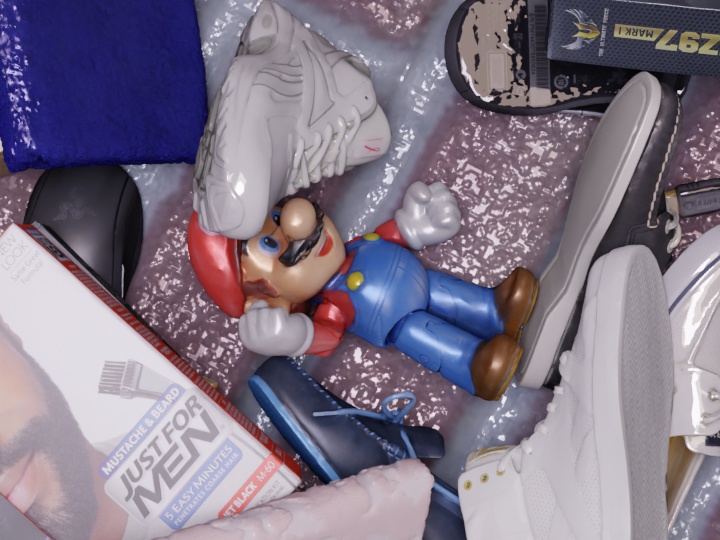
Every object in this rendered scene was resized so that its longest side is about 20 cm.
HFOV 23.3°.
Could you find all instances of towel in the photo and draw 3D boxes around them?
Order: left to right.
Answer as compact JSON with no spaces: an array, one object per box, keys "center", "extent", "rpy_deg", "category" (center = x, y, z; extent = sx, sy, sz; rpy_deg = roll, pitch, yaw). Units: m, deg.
[{"center":[-0.159,-0.154,0.990],"extent":[0.049,0.147,0.202],"rpy_deg":[-17,82,44],"category":"towel"},{"center":[-0.059,0.197,0.909],"extent":[0.199,0.032,0.192],"rpy_deg":[-15,128,-33],"category":"towel"}]

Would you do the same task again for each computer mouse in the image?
[{"center":[-0.147,0.038,1.010],"extent":[0.139,0.046,0.202],"rpy_deg":[14,87,5],"category":"computer mouse"},{"center":[0.150,-0.098,1.002],"extent":[0.198,0.046,0.142],"rpy_deg":[-7,91,-2],"category":"computer mouse"}]

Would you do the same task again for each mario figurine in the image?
[{"center":[0.000,0.000,0.972],"extent":[0.199,0.124,0.107],"rpy_deg":[18,103,-1],"category":"mario figurine"}]

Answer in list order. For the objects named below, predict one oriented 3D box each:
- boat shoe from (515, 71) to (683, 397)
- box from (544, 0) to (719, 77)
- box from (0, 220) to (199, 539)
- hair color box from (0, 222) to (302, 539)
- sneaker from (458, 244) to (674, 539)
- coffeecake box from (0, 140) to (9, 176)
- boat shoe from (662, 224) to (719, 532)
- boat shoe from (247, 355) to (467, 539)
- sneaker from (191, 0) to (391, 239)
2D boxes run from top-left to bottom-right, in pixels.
[{"center":[0.142,-0.013,0.957],"extent":[0.060,0.074,0.201],"rpy_deg":[14,118,-6],"category":"boat shoe"},{"center":[0.187,-0.191,0.953],"extent":[0.156,0.051,0.201],"rpy_deg":[7,51,5],"category":"box"},{"center":[-0.161,0.099,0.968],"extent":[0.160,0.044,0.200],"rpy_deg":[-45,92,-3],"category":"box"},{"center":[-0.139,0.082,0.916],"extent":[0.200,0.064,0.111],"rpy_deg":[41,88,-1],"category":"hair color box"},{"center":[0.102,0.086,0.924],"extent":[0.115,0.073,0.202],"rpy_deg":[2,89,36],"category":"sneaker"},{"center":[-0.275,-0.144,1.012],"extent":[0.152,0.073,0.202],"rpy_deg":[-16,86,5],"category":"coffeecake box"},{"center":[0.178,0.074,0.952],"extent":[0.070,0.071,0.201],"rpy_deg":[40,110,44],"category":"boat shoe"},{"center":[0.021,0.114,0.992],"extent":[0.069,0.084,0.200],"rpy_deg":[-45,102,-8],"category":"boat shoe"},{"center":[-0.031,-0.079,0.951],"extent":[0.099,0.201,0.078],"rpy_deg":[19,127,-4],"category":"sneaker"}]
